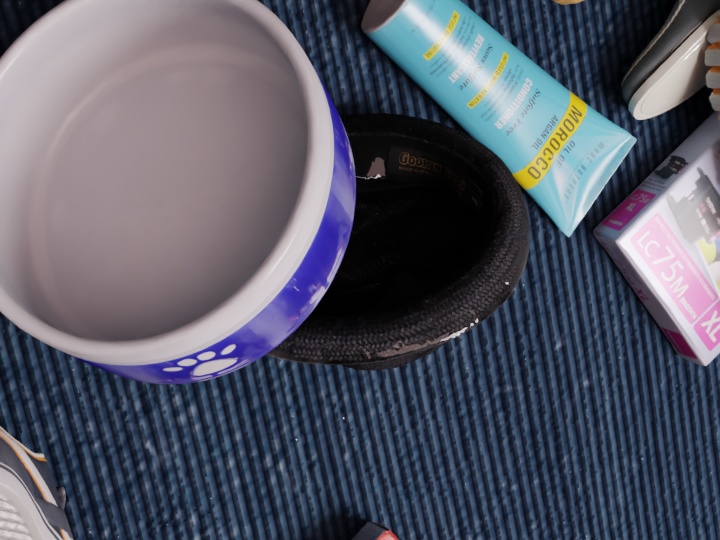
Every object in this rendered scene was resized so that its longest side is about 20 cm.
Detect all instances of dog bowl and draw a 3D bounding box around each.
[{"bbox_3d":[-0.104,-0.046,0.677,0.197,0.079,0.203,-4,73,14],"label":"dog bowl"}]

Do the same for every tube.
[{"bbox_3d":[0.087,-0.107,0.811,0.199,0.050,0.078,36,95,-27],"label":"tube"}]

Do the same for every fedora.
[{"bbox_3d":[0.000,0.000,0.758,0.199,0.201,0.092,-26,141,-12],"label":"fedora"}]

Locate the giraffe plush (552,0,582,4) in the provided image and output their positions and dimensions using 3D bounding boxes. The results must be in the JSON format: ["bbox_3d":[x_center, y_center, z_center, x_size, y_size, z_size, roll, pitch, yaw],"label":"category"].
[{"bbox_3d":[0.112,-0.247,0.690,0.171,0.162,0.202,28,109,0],"label":"giraffe plush"}]

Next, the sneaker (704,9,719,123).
[{"bbox_3d":[0.270,-0.100,0.814,0.076,0.078,0.202,-25,123,-18],"label":"sneaker"}]

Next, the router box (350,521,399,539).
[{"bbox_3d":[0.001,0.295,0.822,0.200,0.049,0.180,-44,97,-13],"label":"router box"}]

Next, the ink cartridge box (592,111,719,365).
[{"bbox_3d":[0.264,-0.048,0.885,0.200,0.042,0.120,-44,111,-8],"label":"ink cartridge box"}]

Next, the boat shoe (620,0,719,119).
[{"bbox_3d":[0.232,-0.184,0.846,0.200,0.073,0.062,-47,68,2],"label":"boat shoe"}]

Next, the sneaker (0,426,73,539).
[{"bbox_3d":[-0.199,0.160,0.750,0.077,0.080,0.202,-15,130,-11],"label":"sneaker"}]
